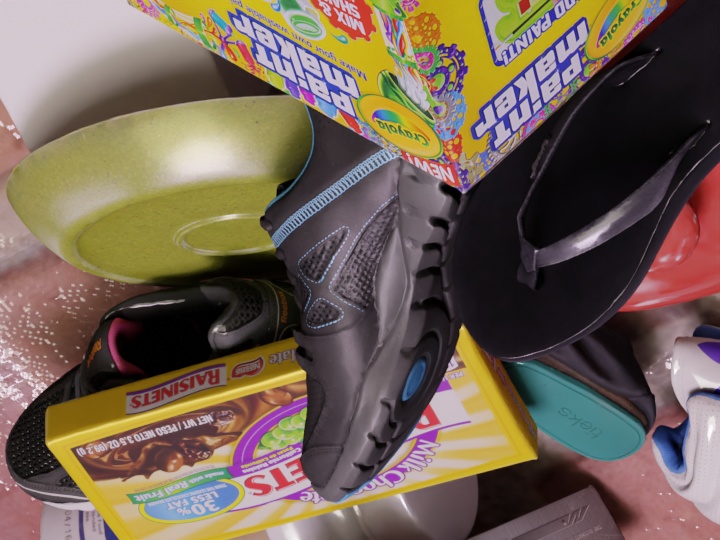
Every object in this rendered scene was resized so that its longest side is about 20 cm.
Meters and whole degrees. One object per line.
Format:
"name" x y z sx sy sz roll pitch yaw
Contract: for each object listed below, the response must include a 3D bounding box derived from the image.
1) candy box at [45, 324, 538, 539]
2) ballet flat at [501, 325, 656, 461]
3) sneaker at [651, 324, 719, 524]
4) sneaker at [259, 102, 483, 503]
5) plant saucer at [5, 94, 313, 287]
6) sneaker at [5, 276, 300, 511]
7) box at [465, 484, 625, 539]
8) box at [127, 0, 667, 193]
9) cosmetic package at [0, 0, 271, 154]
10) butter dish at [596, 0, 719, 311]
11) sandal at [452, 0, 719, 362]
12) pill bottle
"candy box" -0.030 0.072 1.338 0.199 0.027 0.102 -16 139 15
"ballet flat" 0.056 0.020 1.356 0.199 0.073 0.073 29 133 -32
"sneaker" 0.215 0.057 1.349 0.146 0.081 0.200 25 137 -10
"sneaker" 0.000 0.000 1.236 0.082 0.073 0.201 22 116 16
"plant saucer" -0.055 -0.028 1.314 0.199 0.031 0.200 -5 163 -2
"sneaker" -0.101 0.045 1.385 0.200 0.081 0.086 -32 147 32
"box" 0.018 0.180 1.435 0.158 0.199 0.049 -38 77 38
"box" -0.009 -0.168 1.123 0.200 0.122 0.193 30 153 37
"cosmetic package" -0.121 -0.144 1.281 0.107 0.085 0.201 -14 123 21
"butter dish" 0.126 -0.057 1.238 0.199 0.148 0.200 -18 122 29
"sandal" 0.102 -0.048 1.153 0.200 0.043 0.076 -49 68 19
"pill bottle" -0.048 0.118 1.455 0.199 0.111 0.111 -19 121 29
